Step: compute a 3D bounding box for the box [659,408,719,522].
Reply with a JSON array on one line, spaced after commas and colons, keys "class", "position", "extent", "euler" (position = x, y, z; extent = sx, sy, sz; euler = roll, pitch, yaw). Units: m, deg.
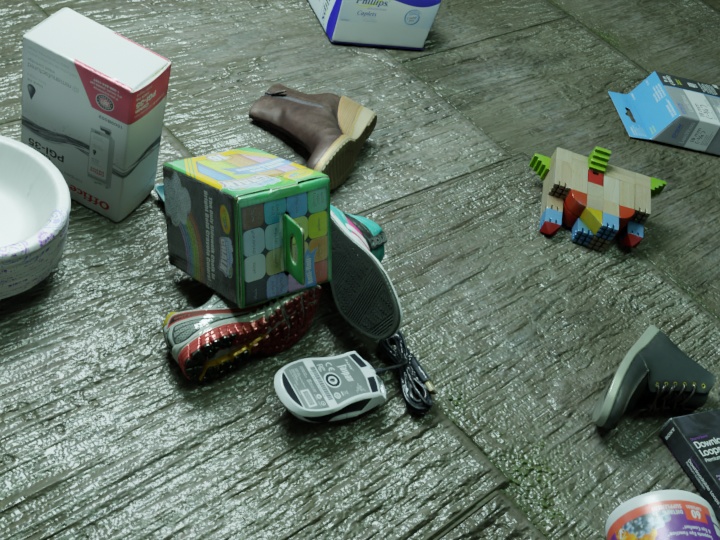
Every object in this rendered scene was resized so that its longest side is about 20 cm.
[{"class": "box", "position": [0.457, 0.248, 1.122], "extent": [0.142, 0.036, 0.201], "euler": [-5, 46, -28]}]

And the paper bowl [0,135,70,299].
[{"class": "paper bowl", "position": [-0.408, -0.046, 1.011], "extent": [0.199, 0.105, 0.201], "euler": [12, 41, -11]}]

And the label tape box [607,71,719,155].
[{"class": "label tape box", "position": [0.559, -0.284, 1.722], "extent": [0.198, 0.064, 0.145], "euler": [9, 41, -15]}]

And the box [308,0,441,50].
[{"class": "box", "position": [0.011, -0.481, 1.666], "extent": [0.183, 0.105, 0.201], "euler": [-1, 45, -25]}]

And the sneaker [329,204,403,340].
[{"class": "sneaker", "position": [0.000, 0.000, 1.142], "extent": [0.200, 0.084, 0.121], "euler": [54, 20, 21]}]

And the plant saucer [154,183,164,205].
[{"class": "plant saucer", "position": [-0.176, -0.039, 1.171], "extent": [0.070, 0.019, 0.200], "euler": [-15, 52, -35]}]

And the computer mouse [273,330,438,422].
[{"class": "computer mouse", "position": [-0.013, 0.123, 1.050], "extent": [0.199, 0.044, 0.110], "euler": [-7, 53, -37]}]

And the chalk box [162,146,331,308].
[{"class": "chalk box", "position": [-0.109, -0.046, 1.046], "extent": [0.123, 0.125, 0.199], "euler": [-17, 29, -37]}]

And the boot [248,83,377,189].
[{"class": "boot", "position": [-0.083, -0.190, 1.356], "extent": [0.165, 0.073, 0.200], "euler": [17, 40, 13]}]

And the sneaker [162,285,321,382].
[{"class": "sneaker", "position": [-0.124, 0.046, 1.056], "extent": [0.199, 0.078, 0.082], "euler": [-19, 49, -40]}]

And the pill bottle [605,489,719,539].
[{"class": "pill bottle", "position": [0.306, 0.321, 0.917], "extent": [0.111, 0.112, 0.201], "euler": [11, 42, -12]}]

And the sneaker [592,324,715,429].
[{"class": "sneaker", "position": [0.357, 0.143, 1.159], "extent": [0.106, 0.075, 0.200], "euler": [34, 41, 17]}]

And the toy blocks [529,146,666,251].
[{"class": "toy blocks", "position": [0.343, -0.093, 1.412], "extent": [0.199, 0.100, 0.137], "euler": [17, 52, -5]}]

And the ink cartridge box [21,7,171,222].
[{"class": "ink cartridge box", "position": [-0.309, -0.174, 1.121], "extent": [0.146, 0.201, 0.083], "euler": [27, 44, 7]}]
